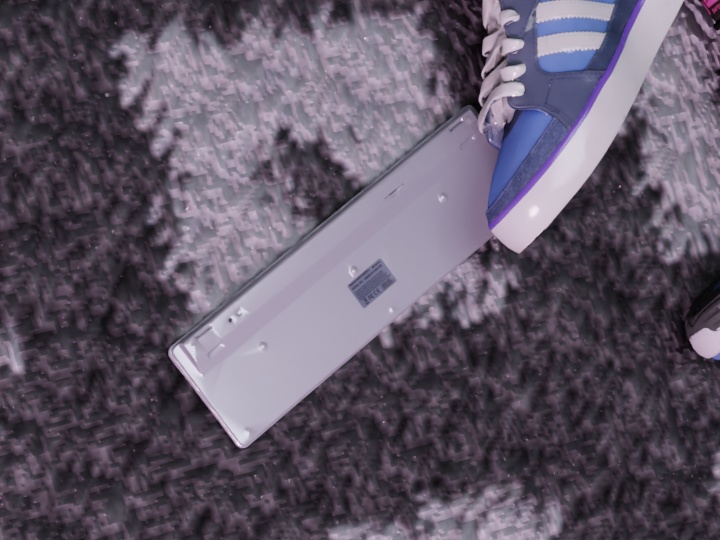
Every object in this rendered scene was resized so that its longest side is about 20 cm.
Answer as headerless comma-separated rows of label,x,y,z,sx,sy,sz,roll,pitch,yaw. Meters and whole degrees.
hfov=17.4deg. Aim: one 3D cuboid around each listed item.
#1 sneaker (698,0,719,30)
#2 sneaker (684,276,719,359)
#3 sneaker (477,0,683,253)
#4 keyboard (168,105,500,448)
sneaker,0.204,-0.121,1.173,0.083,0.077,0.202,1,69,-16
sneaker,0.247,0.004,1.157,0.199,0.076,0.078,-23,84,-24
sneaker,0.065,-0.124,1.108,0.146,0.081,0.201,31,71,-4
keyboard,0.000,0.000,1.089,0.200,0.011,0.056,-40,101,-25
